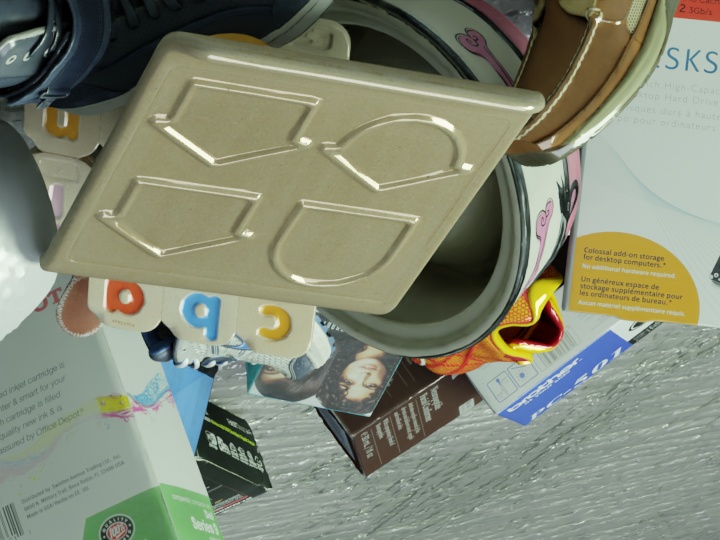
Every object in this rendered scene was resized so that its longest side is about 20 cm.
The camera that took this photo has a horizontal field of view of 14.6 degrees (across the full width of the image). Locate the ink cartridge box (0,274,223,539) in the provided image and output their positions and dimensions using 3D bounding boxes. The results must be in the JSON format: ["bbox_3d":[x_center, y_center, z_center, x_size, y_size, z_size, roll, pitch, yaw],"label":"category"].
[{"bbox_3d":[-0.183,0.110,1.669,0.145,0.200,0.088,-26,163,14],"label":"ink cartridge box"}]

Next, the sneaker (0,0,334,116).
[{"bbox_3d":[-0.105,-0.133,1.276,0.202,0.077,0.146,-28,162,24],"label":"sneaker"}]

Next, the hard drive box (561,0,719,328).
[{"bbox_3d":[0.192,-0.073,1.471,0.156,0.200,0.077,5,-169,6],"label":"hard drive box"}]

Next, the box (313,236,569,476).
[{"bbox_3d":[0.062,0.046,1.868,0.200,0.075,0.100,-34,160,-6],"label":"box"}]

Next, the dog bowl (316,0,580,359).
[{"bbox_3d":[0.028,-0.059,1.453,0.074,0.200,0.200,-30,171,-40],"label":"dog bowl"}]

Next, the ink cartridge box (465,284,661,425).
[{"bbox_3d":[0.163,0.021,1.790,0.200,0.044,0.094,-37,165,8],"label":"ink cartridge box"}]

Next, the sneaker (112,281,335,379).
[{"bbox_3d":[-0.084,0.017,1.544,0.085,0.077,0.200,-39,146,1],"label":"sneaker"}]

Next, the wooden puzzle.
[{"bbox_3d":[-0.036,-0.051,1.323,0.185,0.046,0.200,8,146,-24],"label":"wooden puzzle"}]

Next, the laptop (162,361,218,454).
[{"bbox_3d":[-0.085,0.075,1.800,0.200,0.116,0.187,-24,161,10],"label":"laptop"}]

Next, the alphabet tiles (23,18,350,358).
[{"bbox_3d":[-0.073,-0.048,1.415,0.200,0.015,0.196,10,121,4],"label":"alphabet tiles"}]

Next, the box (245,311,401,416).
[{"bbox_3d":[0.000,0.000,1.640,0.082,0.049,0.200,11,135,-16],"label":"box"}]

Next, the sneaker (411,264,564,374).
[{"bbox_3d":[0.075,0.032,1.606,0.073,0.077,0.200,-56,174,-9],"label":"sneaker"}]

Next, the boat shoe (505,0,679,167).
[{"bbox_3d":[0.115,-0.143,1.360,0.074,0.200,0.076,41,158,-23],"label":"boat shoe"}]

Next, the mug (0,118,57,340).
[{"bbox_3d":[-0.238,-0.022,1.346,0.175,0.148,0.200,-18,155,-25],"label":"mug"}]

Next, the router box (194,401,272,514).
[{"bbox_3d":[-0.182,0.157,2.002,0.200,0.062,0.150,-24,160,11],"label":"router box"}]

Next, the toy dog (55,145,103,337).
[{"bbox_3d":[-0.176,0.002,1.538,0.200,0.096,0.132,-20,161,0],"label":"toy dog"}]
